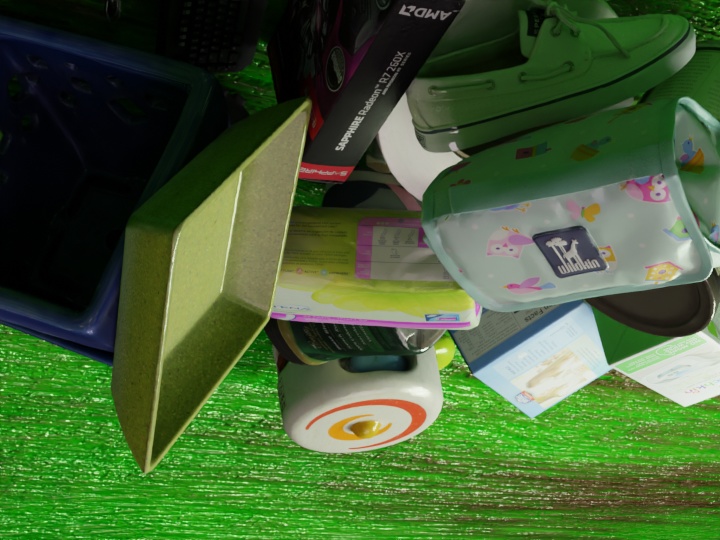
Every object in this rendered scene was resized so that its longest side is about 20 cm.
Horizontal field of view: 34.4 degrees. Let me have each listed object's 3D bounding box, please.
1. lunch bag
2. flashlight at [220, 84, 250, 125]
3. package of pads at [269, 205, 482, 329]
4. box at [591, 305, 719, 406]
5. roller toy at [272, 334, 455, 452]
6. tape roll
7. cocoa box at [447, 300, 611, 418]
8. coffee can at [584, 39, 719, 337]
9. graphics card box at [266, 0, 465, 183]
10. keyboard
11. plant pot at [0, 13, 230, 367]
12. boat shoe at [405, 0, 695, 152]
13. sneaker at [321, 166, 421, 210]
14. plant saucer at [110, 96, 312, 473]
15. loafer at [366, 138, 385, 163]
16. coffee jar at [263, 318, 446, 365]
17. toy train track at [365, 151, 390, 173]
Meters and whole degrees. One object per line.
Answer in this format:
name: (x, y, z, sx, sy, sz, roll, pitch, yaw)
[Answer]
lunch bag: (0.150, -0.042, 0.759, 0.170, 0.123, 0.200, -10, 176, 28)
flashlight: (-0.163, -0.073, 0.979, 0.200, 0.068, 0.068, -32, 143, 34)
package of pads: (0.000, 0.000, 0.956, 0.199, 0.069, 0.155, 2, 165, 8)
box: (0.297, 0.008, 1.136, 0.096, 0.201, 0.176, -27, 148, 29)
roller toy: (-0.005, 0.121, 1.295, 0.199, 0.140, 0.182, -23, 148, 23)
tape roll: (0.101, -0.141, 0.875, 0.201, 0.071, 0.203, -7, 130, -8)
cocoa box: (0.170, 0.046, 1.189, 0.133, 0.132, 0.200, -34, 150, 11)
coffee can: (0.263, -0.068, 0.946, 0.146, 0.200, 0.147, 31, 155, 16)
graphics card box: (-0.004, -0.168, 0.805, 0.051, 0.126, 0.200, 4, 149, -26)
keyboard: (-0.122, -0.205, 0.811, 0.126, 0.021, 0.200, -2, 149, -16)
plant pot: (-0.203, -0.041, 0.843, 0.199, 0.201, 0.180, 18, 163, 16)
boat shoe: (0.124, -0.153, 0.788, 0.201, 0.075, 0.086, -16, 121, 7)
sneaker: (0.063, -0.042, 1.052, 0.199, 0.082, 0.070, 2, 147, 8)
plant saucer: (-0.106, -0.001, 0.773, 0.048, 0.200, 0.200, 21, 126, 10)
loafer: (0.102, -0.129, 0.979, 0.199, 0.070, 0.070, -7, 125, -5)
coffee jar: (-0.003, 0.036, 1.132, 0.200, 0.104, 0.085, -12, 118, 48)
toy train track: (0.105, -0.088, 1.013, 0.199, 0.115, 0.033, 4, 124, 10)
